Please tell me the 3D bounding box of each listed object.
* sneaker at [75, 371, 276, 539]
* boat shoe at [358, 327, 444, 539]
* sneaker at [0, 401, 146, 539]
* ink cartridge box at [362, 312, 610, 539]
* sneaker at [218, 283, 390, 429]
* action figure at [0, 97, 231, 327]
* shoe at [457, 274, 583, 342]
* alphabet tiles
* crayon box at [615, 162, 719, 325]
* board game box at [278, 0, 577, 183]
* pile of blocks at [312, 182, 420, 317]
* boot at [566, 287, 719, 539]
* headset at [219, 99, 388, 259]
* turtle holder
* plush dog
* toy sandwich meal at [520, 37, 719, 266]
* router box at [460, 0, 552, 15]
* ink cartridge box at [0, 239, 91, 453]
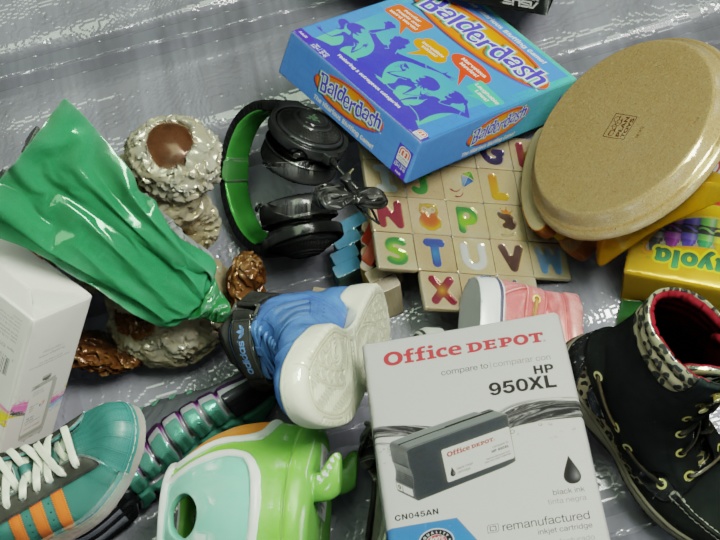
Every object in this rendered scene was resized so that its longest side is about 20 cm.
[{"bbox_3d":[-0.158,0.117,1.393,0.199,0.075,0.088,-35,59,-13],"label":"sneaker"},{"bbox_3d":[0.033,0.132,1.360,0.063,0.071,0.202,9,63,-11],"label":"boat shoe"},{"bbox_3d":[-0.240,0.159,1.320,0.200,0.080,0.072,-41,49,18],"label":"sneaker"},{"bbox_3d":[0.083,0.139,1.240,0.143,0.085,0.201,-9,51,1],"label":"ink cartridge box"},{"bbox_3d":[-0.054,0.063,1.315,0.110,0.077,0.200,-7,18,17],"label":"sneaker"},{"bbox_3d":[-0.174,-0.022,1.346,0.200,0.055,0.118,39,102,-18],"label":"action figure"},{"bbox_3d":[0.119,0.106,1.372,0.090,0.071,0.202,8,76,-15],"label":"shoe"},{"bbox_3d":[0.082,-0.054,1.462,0.165,0.006,0.201,4,58,-20],"label":"alphabet tiles"},{"bbox_3d":[0.279,-0.034,1.447,0.126,0.051,0.201,10,63,10],"label":"crayon box"},{"bbox_3d":[0.057,-0.158,1.486,0.152,0.045,0.199,42,43,23],"label":"board game box"},{"bbox_3d":[0.000,0.000,1.447,0.081,0.062,0.201,6,62,8],"label":"pile of blocks"},{"bbox_3d":[0.235,0.109,1.291,0.073,0.154,0.204,-39,86,-26],"label":"boot"},{"bbox_3d":[-0.055,-0.067,1.425,0.093,0.125,0.199,-5,12,-40],"label":"headset"},{"bbox_3d":[-0.075,0.200,1.315,0.130,0.141,0.187,3,106,7],"label":"turtle holder"},{"bbox_3d":[-0.166,-0.005,1.440,0.199,0.160,0.173,-24,79,9],"label":"plush dog"},{"bbox_3d":[0.213,-0.088,1.417,0.204,0.070,0.206,-27,42,27],"label":"toy sandwich meal"},{"bbox_3d":[0.081,-0.291,1.565,0.198,0.063,0.150,12,37,11],"label":"router box"},{"bbox_3d":[-0.287,0.078,1.390,0.116,0.201,0.067,35,32,21],"label":"ink cartridge box"}]
